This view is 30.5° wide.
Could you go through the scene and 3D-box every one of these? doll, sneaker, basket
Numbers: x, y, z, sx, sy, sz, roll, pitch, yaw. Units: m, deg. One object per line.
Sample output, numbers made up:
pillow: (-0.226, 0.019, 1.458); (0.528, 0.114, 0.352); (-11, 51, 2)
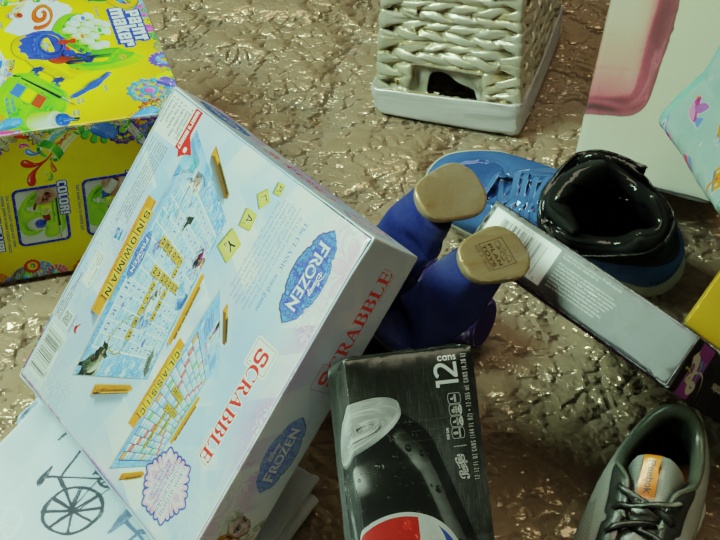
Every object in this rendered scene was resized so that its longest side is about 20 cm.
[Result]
doll: (0.020, 0.030, 0.749); (0.048, 0.200, 0.137); (-25, 75, -36)
sneaker: (0.140, 0.149, 0.699); (0.073, 0.080, 0.201); (16, 42, 15)
basket: (0.097, -0.226, 1.128); (0.134, 0.124, 0.201); (11, 40, 13)
sneaker: (0.128, -0.051, 0.910); (0.198, 0.111, 0.077); (26, 78, 22)

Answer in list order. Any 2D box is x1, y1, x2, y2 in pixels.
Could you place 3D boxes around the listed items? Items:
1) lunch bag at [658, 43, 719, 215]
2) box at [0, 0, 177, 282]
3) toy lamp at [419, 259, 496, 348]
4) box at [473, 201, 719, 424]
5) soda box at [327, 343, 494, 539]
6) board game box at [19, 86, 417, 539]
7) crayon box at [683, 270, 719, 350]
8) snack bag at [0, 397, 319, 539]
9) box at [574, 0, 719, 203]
lunch bag: (0.308, -0.054, 0.827); (0.199, 0.122, 0.171); (31, 22, -14)
box: (-0.234, -0.105, 0.964); (0.190, 0.123, 0.201); (-10, 39, -14)
toy lamp: (0.000, 0.000, 0.899); (0.198, 0.059, 0.058); (23, 43, 28)
box: (0.160, 0.035, 0.770); (0.143, 0.200, 0.036); (37, 93, 33)
soda box: (0.028, 0.139, 0.619); (0.062, 0.071, 0.203); (-6, 83, -9)
board game box: (-0.088, 0.028, 0.728); (0.041, 0.201, 0.199); (21, 13, -47)
crayon box: (0.255, 0.041, 0.758); (0.127, 0.051, 0.200); (38, 14, 14)
snack bag: (-0.149, 0.150, 0.732); (0.198, 0.022, 0.189); (16, 40, 21)
box: (0.237, -0.162, 0.967); (0.108, 0.203, 0.128); (15, 11, 17)
